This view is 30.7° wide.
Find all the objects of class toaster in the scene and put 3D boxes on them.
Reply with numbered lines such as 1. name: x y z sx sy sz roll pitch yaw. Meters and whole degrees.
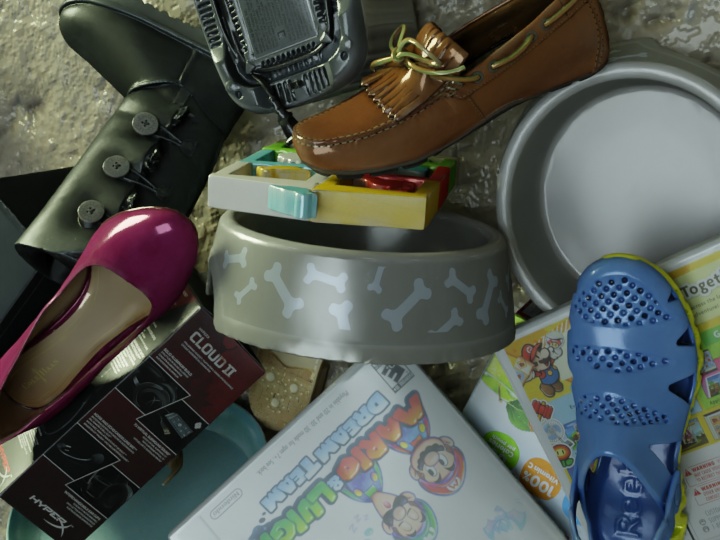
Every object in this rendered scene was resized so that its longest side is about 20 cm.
1. toaster: -0.034 -0.184 0.844 0.112 0.129 0.203 -16 93 27

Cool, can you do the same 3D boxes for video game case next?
1. video game case: 0.005 0.175 0.853 0.200 0.024 0.182 -41 84 -2
2. video game case: 0.204 0.084 0.793 0.198 0.023 0.184 -26 93 27

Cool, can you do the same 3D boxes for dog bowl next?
1. dog bowl: 0.000 0.000 0.798 0.197 0.200 0.060 9 104 22
2. dog bowl: 0.175 -0.042 0.820 0.197 0.059 0.203 6 104 23

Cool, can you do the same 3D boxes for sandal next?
1. sandal: -0.050 0.020 0.927 0.077 0.069 0.215 16 107 20
2. sandal: 0.154 0.092 0.756 0.078 0.087 0.203 -1 102 25

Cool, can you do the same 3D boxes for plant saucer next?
1. plant saucer: -0.158 0.166 0.949 0.197 0.201 0.028 -2 127 24

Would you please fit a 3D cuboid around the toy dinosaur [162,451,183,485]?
1. toy dinosaur: -0.150 0.109 0.968 0.199 0.101 0.058 18 154 52

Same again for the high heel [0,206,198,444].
1. high heel: -0.166 0.040 0.795 0.067 0.097 0.200 35 133 -13

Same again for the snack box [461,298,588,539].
1. snack box: 0.126 0.142 0.883 0.141 0.053 0.202 32 112 15

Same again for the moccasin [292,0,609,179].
1. moccasin: 0.050 -0.117 0.767 0.199 0.074 0.078 -23 124 2

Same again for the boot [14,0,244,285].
1. boot: -0.177 -0.086 0.898 0.163 0.066 0.202 19 69 14

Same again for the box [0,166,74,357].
1. box: -0.264 0.021 0.984 0.079 0.141 0.200 45 114 9

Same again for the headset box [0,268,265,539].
1. headset box: -0.166 0.068 0.909 0.200 0.149 0.077 -42 124 -2

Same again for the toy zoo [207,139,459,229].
1. toy zoo: -0.013 -0.054 0.810 0.129 0.200 0.021 6 104 9
